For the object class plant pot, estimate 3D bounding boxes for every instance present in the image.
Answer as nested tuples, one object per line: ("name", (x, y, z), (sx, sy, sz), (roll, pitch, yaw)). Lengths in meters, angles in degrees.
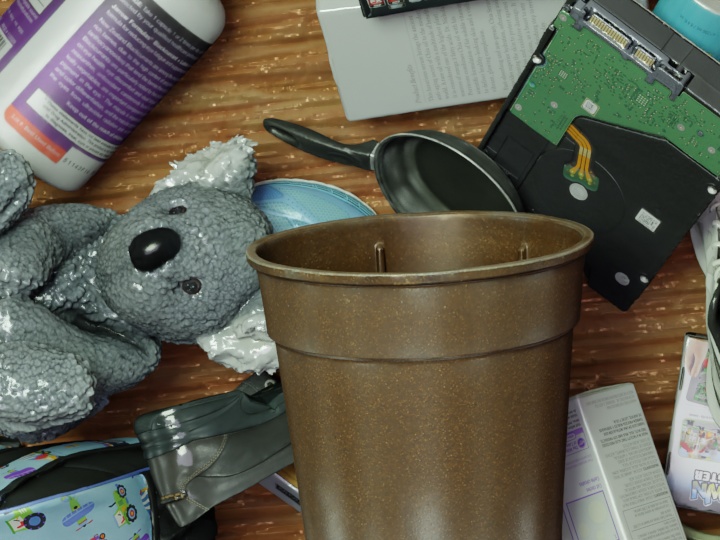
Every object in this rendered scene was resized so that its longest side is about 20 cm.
("plant pot", (0.037, 0.079, 1.328), (0.199, 0.200, 0.200), (-1, 100, 8))

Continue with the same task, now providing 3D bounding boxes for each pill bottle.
("pill bottle", (-0.156, -0.157, 1.460), (0.111, 0.111, 0.200), (44, 98, 4))

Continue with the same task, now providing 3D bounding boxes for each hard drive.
("hard drive", (0.151, -0.074, 1.392), (0.139, 0.200, 0.038), (36, 55, 6))

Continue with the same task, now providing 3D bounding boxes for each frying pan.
("frying pan", (0.032, -0.052, 1.470), (0.189, 0.115, 0.031), (12, 52, 43))

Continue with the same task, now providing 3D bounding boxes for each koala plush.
("koala plush", (-0.139, 0.005, 1.419), (0.199, 0.184, 0.178), (-20, 73, 2))

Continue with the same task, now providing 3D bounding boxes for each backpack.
("backpack", (-0.201, 0.174, 1.421), (0.181, 0.200, 0.136), (-7, 92, 27))

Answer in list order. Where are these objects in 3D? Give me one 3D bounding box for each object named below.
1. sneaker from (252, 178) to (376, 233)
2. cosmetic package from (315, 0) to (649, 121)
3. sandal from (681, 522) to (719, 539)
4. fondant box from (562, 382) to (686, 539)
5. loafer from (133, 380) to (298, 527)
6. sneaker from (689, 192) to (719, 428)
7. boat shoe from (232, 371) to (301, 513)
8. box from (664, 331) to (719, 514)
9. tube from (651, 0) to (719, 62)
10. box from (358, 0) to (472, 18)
("sneaker", (0.000, 0.000, 1.455), (0.199, 0.090, 0.079), (25, 96, 7))
("cosmetic package", (0.078, -0.163, 1.424), (0.198, 0.102, 0.072), (-8, 50, 8))
("sandal", (0.201, 0.195, 1.421), (0.200, 0.057, 0.080), (19, 117, 29))
("fondant box", (0.132, 0.187, 1.414), (0.144, 0.058, 0.201), (-27, 77, 44))
("loafer", (-0.041, 0.102, 1.423), (0.199, 0.073, 0.073), (-13, 87, -21))
("sneaker", (0.241, -0.006, 1.389), (0.075, 0.115, 0.202), (-2, 73, 4))
("boat shoe", (-0.006, 0.136, 1.480), (0.199, 0.070, 0.066), (35, 72, 9))
("box", (0.294, 0.108, 1.446), (0.198, 0.035, 0.111), (10, 94, 8))
("tube", (0.179, -0.103, 1.408), (0.077, 0.050, 0.201), (34, 136, 9))
("box", (0.072, -0.246, 1.397), (0.158, 0.046, 0.201), (-8, 48, 9))
